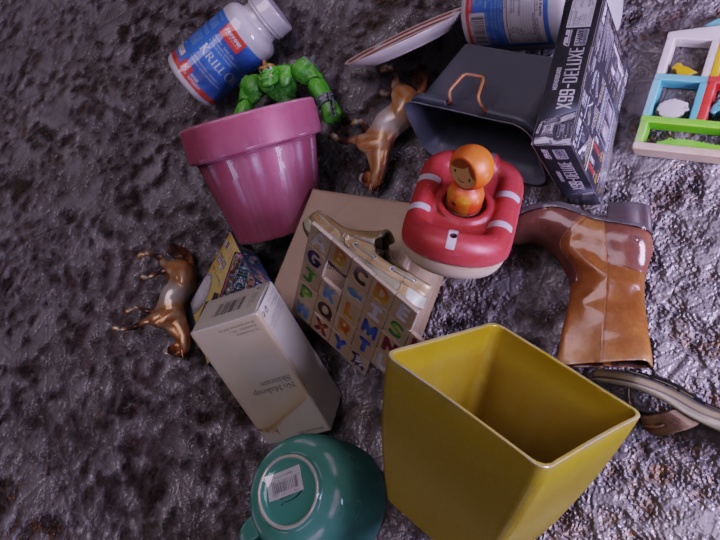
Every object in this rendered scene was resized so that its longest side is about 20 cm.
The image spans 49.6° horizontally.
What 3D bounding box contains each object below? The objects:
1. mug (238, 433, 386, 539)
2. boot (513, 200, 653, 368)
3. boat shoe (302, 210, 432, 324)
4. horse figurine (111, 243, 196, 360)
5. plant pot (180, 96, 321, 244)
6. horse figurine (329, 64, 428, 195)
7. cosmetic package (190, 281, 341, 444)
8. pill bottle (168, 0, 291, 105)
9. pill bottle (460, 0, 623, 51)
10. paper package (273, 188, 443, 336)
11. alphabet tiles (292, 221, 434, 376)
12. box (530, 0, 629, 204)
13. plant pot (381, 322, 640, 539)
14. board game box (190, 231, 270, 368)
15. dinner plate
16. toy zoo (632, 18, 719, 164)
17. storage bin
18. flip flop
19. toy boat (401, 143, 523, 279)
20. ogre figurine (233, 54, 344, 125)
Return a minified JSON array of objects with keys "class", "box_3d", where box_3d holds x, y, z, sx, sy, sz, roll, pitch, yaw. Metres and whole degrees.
[{"class":"mug","box_3d":[-0.067,0.293,0.956,0.152,0.114,0.185,20,80,35]},{"class":"boot","box_3d":[0.251,0.021,0.930,0.188,0.068,0.201,2,70,20]},{"class":"boat shoe","box_3d":[0.012,-0.020,0.948,0.200,0.072,0.076,43,106,25]},{"class":"horse figurine","box_3d":[-0.312,0.038,1.248,0.132,0.050,0.201,5,65,19]},{"class":"plant pot","box_3d":[-0.141,-0.141,1.135,0.199,0.200,0.180,-10,102,26]},{"class":"horse figurine","box_3d":[0.039,-0.226,1.157,0.200,0.050,0.133,-50,45,7]},{"class":"cosmetic package","box_3d":[-0.118,0.122,1.006,0.103,0.200,0.073,-18,27,22]},{"class":"pill bottle","box_3d":[-0.221,-0.386,1.339,0.200,0.112,0.112,-37,55,12]},{"class":"pill bottle","box_3d":[0.248,-0.359,1.064,0.199,0.112,0.113,7,72,31]},{"class":"paper package","box_3d":[0.000,0.000,1.055,0.199,0.103,0.191,12,76,34]},{"class":"alphabet tiles","box_3d":[-0.001,0.058,0.923,0.200,0.167,0.008,41,52,20]},{"class":"box","box_3d":[0.274,-0.204,0.952,0.050,0.158,0.201,7,73,32]},{"class":"plant pot","box_3d":[0.138,0.193,0.829,0.200,0.200,0.177,33,119,36]},{"class":"board game box","box_3d":[-0.188,0.040,1.123,0.136,0.035,0.200,-59,28,11]},{"class":"dinner plate","box_3d":[0.071,-0.340,1.151,0.200,0.024,0.200,-24,16,7]},{"class":"toy zoo","box_3d":[0.427,-0.228,0.957,0.131,0.020,0.201,14,77,34]},{"class":"storage bin","box_3d":[0.178,-0.225,1.039,0.200,0.146,0.135,21,70,35]},{"class":"flip flop","box_3d":[0.333,0.154,0.818,0.200,0.081,0.058,26,97,30]},{"class":"toy boat","box_3d":[0.123,-0.089,0.907,0.130,0.131,0.200,13,50,9]},{"class":"ogre figurine","box_3d":[-0.130,-0.274,1.263,0.200,0.098,0.120,-16,79,41]}]
